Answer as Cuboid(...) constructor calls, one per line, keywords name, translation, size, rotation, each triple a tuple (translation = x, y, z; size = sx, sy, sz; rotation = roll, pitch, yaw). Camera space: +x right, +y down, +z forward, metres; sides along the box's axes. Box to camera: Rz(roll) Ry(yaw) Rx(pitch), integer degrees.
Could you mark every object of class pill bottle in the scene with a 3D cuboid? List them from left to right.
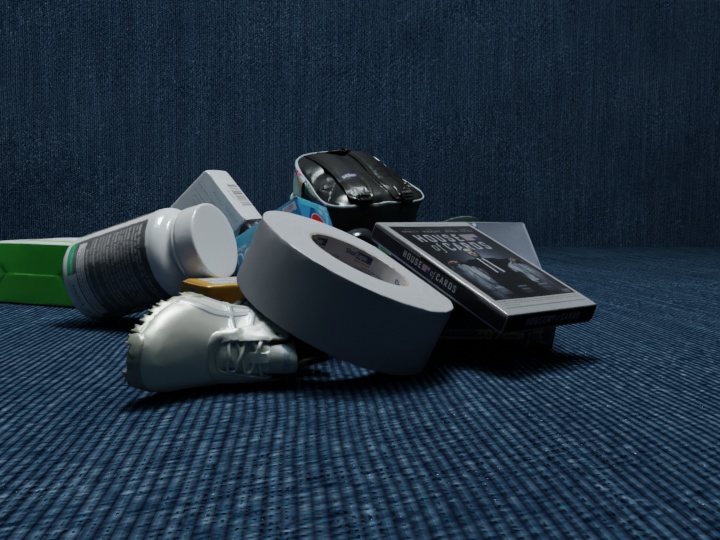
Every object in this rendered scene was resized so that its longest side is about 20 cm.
Cuboid(name="pill bottle", translation=(-0.261, -0.011, 0.918), size=(0.197, 0.115, 0.113), rotation=(-15, -1, 22))

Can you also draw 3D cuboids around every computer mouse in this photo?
Cuboid(name="computer mouse", translation=(0.000, 0.000, 0.915), size=(0.058, 0.035, 0.200), rotation=(-18, -19, 0))

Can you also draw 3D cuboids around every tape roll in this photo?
Cuboid(name="tape roll", translation=(-0.014, 0.017, 0.691), size=(0.198, 0.067, 0.200), rotation=(25, 11, -5))

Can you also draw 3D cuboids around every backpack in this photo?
Cuboid(name="backpack", translation=(-0.016, -0.103, 1.134), size=(0.175, 0.152, 0.201), rotation=(-9, 40, -28))

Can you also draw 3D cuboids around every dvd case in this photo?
Cuboid(name="dvd case", translation=(0.125, 0.000, 0.766), size=(0.149, 0.025, 0.200), rotation=(-3, 30, -41))

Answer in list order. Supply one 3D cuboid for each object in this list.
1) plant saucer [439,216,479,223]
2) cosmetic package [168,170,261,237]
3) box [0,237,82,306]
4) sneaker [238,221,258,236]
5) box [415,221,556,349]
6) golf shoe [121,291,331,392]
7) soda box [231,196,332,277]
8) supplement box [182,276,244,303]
Cuboid(name="plant saucer", translation=(0.101, 0.002, 1.070), size=(0.199, 0.039, 0.202), rotation=(-27, -24, -13))
Cuboid(name="cosmetic package", translation=(-0.254, -0.049, 1.117), size=(0.200, 0.102, 0.074), rotation=(-43, -8, 16))
Cuboid(name="box", translation=(-0.461, -0.004, 1.181), size=(0.197, 0.099, 0.176), rotation=(2, 4, 20))
Cuboid(name="sneaker", translation=(-0.088, -0.031, 1.021), size=(0.197, 0.089, 0.076), rotation=(3, 5, 20))
Cuboid(name="box", translation=(0.130, 0.011, 0.855), size=(0.155, 0.052, 0.201), rotation=(1, 34, 0))
Cuboid(name="golf shoe", translation=(-0.100, 0.061, 0.612), size=(0.096, 0.080, 0.199), rotation=(11, 10, 32))
Cuboid(name="soda box", translation=(-0.126, -0.013, 0.945), size=(0.198, 0.065, 0.067), rotation=(-30, -22, 27))
Cuboid(name="supplement box", translation=(-0.111, 0.041, 0.879), size=(0.198, 0.068, 0.068), rotation=(-4, 9, -36))
